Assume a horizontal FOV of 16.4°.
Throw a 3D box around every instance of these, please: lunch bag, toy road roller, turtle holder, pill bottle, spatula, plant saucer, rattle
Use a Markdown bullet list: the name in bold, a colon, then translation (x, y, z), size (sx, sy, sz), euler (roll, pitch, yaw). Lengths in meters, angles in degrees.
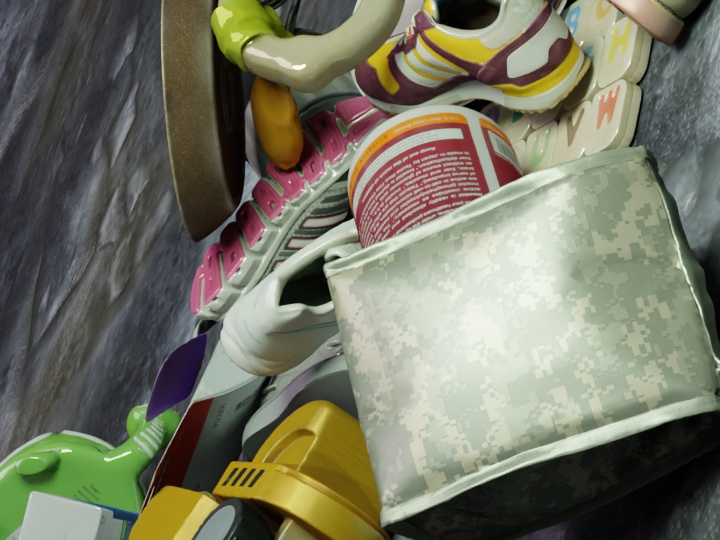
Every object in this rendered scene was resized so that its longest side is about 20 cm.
- **lunch bag**: translation (0.100, 0.043, 1.357), size (0.200, 0.118, 0.165), euler (-23, 63, 19)
- **toy road roller**: translation (-0.048, 0.166, 1.648), size (0.146, 0.123, 0.200), euler (-57, 19, -16)
- **turtle holder**: translation (-0.237, 0.184, 2.042), size (0.132, 0.140, 0.186), euler (-91, 18, -80)
- **pill bottle**: translation (0.061, -0.003, 1.545), size (0.113, 0.113, 0.200), euler (-54, 30, 29)
- **spatula**: translation (-0.113, 0.047, 1.795), size (0.200, 0.020, 0.057), euler (-62, -9, -65)
- **plant saucer**: translation (-0.105, -0.120, 1.722), size (0.200, 0.034, 0.201), euler (-3, -90, -85)
- **rattle**: translation (0.001, -0.179, 1.688), size (0.130, 0.143, 0.200), euler (13, 57, 42)

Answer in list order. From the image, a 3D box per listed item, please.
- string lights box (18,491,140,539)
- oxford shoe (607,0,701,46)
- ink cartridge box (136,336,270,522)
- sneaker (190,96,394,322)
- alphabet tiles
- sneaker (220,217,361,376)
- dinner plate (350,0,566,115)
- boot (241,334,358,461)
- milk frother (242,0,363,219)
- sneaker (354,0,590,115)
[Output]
- **string lights box**: translation (-0.195, 0.225, 1.849), size (0.200, 0.059, 0.103), euler (36, -113, -74)
- **oxford shoe**: translation (0.155, -0.221, 1.569), size (0.074, 0.071, 0.200), euler (-49, 55, 12)
- **ink cartridge box**: translation (-0.111, 0.128, 1.802), size (0.163, 0.057, 0.200), euler (112, 177, -45)
- **sneaker**: translation (-0.031, -0.031, 1.747), size (0.200, 0.087, 0.074), euler (-51, 30, 11)
- **alphabet tiles**: translation (0.124, -0.093, 1.633), size (0.200, 0.015, 0.196), euler (-30, 42, 58)
- **sneaker**: translation (0.000, 0.000, 1.657), size (0.200, 0.070, 0.080), euler (-35, -8, -33)
- **dinner plate**: translation (0.076, -0.190, 1.749), size (0.200, 0.024, 0.201), euler (-23, 50, 30)
- **boot**: translation (-0.015, 0.066, 1.724), size (0.200, 0.073, 0.096), euler (-31, 35, 52)
- **milk frother**: translation (-0.052, -0.146, 1.852), size (0.181, 0.200, 0.188), euler (-59, 23, 9)
- **sneaker**: translation (0.058, -0.155, 1.638), size (0.200, 0.090, 0.075), euler (1, 47, 47)
